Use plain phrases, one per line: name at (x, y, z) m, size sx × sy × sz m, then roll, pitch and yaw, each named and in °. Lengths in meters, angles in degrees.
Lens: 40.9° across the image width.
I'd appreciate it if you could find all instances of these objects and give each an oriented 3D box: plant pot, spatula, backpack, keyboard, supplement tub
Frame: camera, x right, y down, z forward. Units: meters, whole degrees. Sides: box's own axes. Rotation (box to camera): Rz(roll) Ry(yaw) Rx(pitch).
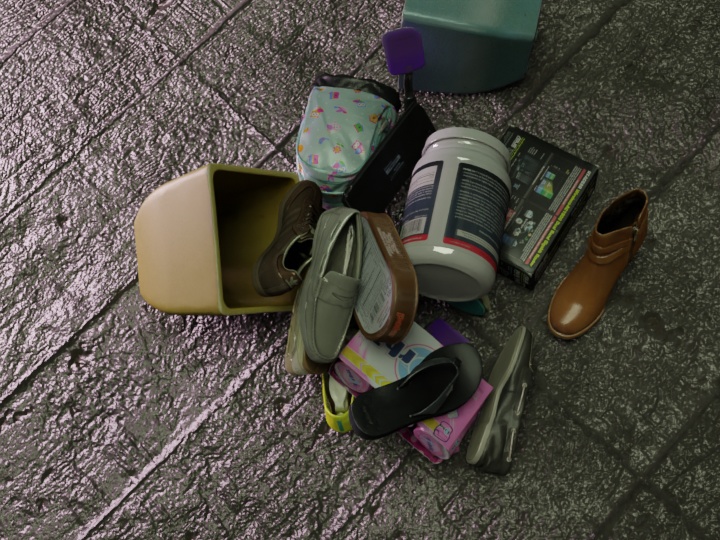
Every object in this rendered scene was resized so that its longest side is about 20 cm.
plant pot at (-0.210, -0.031, 1.362) m, size 0.198 × 0.193 × 0.199 m, roll -7°, pitch 86°, yaw 35°
spatula at (0.064, 0.069, 1.384) m, size 0.199 × 0.021 × 0.057 m, roll 32°, pitch 63°, yaw 22°
backpack at (-0.030, -0.192, 1.450) m, size 0.164 × 0.127 × 0.203 m, roll 9°, pitch 65°, yaw 14°
plant pot at (0.174, -0.390, 1.475) m, size 0.197 × 0.197 × 0.199 m, roll 13°, pitch 69°, yaw 5°
keyboard at (0.053, -0.139, 1.420) m, size 0.020 × 0.128 × 0.201 m, roll 16°, pitch 61°, yaw 46°
supplement tub at (0.127, -0.073, 1.298) m, size 0.138 × 0.141 × 0.203 m, roll 9°, pitch 66°, yaw 12°
spatula at (0.073, -0.266, 1.426) m, size 0.056 × 0.202 × 0.021 m, roll -16°, pitch 46°, yaw -3°

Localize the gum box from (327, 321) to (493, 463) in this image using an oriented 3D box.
gum box at (0.071, 0.151, 1.288) m, size 0.199 × 0.066 × 0.114 m, roll 39°, pitch 60°, yaw 7°

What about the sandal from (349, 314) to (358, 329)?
sandal at (0.000, -0.001, 1.383) m, size 0.076 × 0.043 × 0.202 m, roll -38°, pitch 38°, yaw 29°

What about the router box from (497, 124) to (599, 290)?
router box at (0.234, -0.093, 1.403) m, size 0.149 × 0.062 × 0.201 m, roll 29°, pitch 75°, yaw 20°

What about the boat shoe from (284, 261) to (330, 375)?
boat shoe at (-0.064, 0.046, 1.330) m, size 0.064 × 0.072 × 0.203 m, roll -12°, pitch 62°, yaw 45°

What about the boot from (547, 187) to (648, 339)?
boot at (0.323, -0.009, 1.302) m, size 0.200 × 0.156 × 0.077 m, roll -44°, pitch 68°, yaw -10°

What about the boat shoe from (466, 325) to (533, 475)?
boat shoe at (0.200, 0.177, 1.301) m, size 0.056 × 0.067 × 0.202 m, roll 25°, pitch 76°, yaw -9°

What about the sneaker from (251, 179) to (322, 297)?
sneaker at (-0.078, -0.045, 1.317) m, size 0.075 × 0.071 × 0.202 m, roll -8°, pitch 46°, yaw 35°

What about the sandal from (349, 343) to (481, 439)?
sandal at (0.079, 0.152, 1.214) m, size 0.198 × 0.043 × 0.077 m, roll -27°, pitch 72°, yaw -26°

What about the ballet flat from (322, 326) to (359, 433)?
ballet flat at (-0.027, 0.124, 1.351) m, size 0.066 × 0.067 × 0.203 m, roll -6°, pitch 66°, yaw 11°

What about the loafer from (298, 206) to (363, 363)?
loafer at (-0.034, 0.017, 1.238) m, size 0.069 × 0.069 × 0.204 m, roll 9°, pitch 82°, yaw -32°

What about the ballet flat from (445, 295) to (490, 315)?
ballet flat at (0.107, -0.004, 1.387) m, size 0.198 × 0.068 × 0.063 m, roll 26°, pitch 60°, yaw 17°

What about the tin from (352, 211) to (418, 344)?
tin at (0.020, 0.006, 1.253) m, size 0.041 × 0.113 × 0.201 m, roll 12°, pitch 35°, yaw -28°
